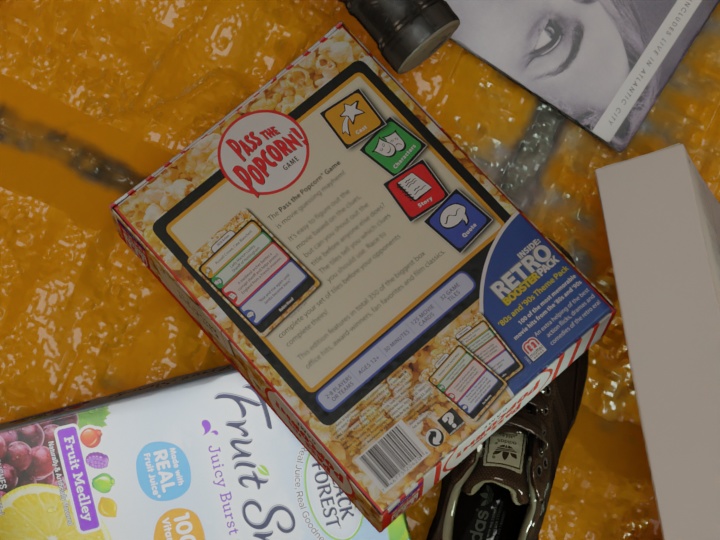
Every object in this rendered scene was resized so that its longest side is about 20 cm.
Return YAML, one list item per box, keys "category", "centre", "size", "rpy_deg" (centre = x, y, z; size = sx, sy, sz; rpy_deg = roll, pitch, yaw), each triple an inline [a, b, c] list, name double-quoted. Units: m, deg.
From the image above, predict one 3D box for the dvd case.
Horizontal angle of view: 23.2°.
- category: "dvd case"
  centre: [0.092, -0.177, 0.904]
  size: [0.200, 0.016, 0.149]
  rpy_deg: [34, 89, -3]

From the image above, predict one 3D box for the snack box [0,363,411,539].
- category: "snack box"
  centre: [-0.080, 0.124, 0.883]
  size: [0.199, 0.053, 0.143]
  rpy_deg: [-14, 93, -3]

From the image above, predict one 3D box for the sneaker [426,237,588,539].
- category: "sneaker"
  centre: [0.078, 0.082, 0.878]
  size: [0.070, 0.076, 0.201]
  rpy_deg: [9, 91, -2]

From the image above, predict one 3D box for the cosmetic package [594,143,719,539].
- category: "cosmetic package"
  centre: [0.159, 0.049, 0.835]
  size: [0.050, 0.083, 0.201]
  rpy_deg: [-15, 64, 18]

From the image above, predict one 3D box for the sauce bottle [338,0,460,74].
- category: "sauce bottle"
  centre: [-0.028, -0.185, 0.863]
  size: [0.066, 0.066, 0.200]
  rpy_deg: [-39, 86, -1]

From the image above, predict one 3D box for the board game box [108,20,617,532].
- category: "board game box"
  centre: [0.000, 0.000, 0.849]
  size: [0.151, 0.046, 0.200]
  rpy_deg: [-39, 76, -12]
